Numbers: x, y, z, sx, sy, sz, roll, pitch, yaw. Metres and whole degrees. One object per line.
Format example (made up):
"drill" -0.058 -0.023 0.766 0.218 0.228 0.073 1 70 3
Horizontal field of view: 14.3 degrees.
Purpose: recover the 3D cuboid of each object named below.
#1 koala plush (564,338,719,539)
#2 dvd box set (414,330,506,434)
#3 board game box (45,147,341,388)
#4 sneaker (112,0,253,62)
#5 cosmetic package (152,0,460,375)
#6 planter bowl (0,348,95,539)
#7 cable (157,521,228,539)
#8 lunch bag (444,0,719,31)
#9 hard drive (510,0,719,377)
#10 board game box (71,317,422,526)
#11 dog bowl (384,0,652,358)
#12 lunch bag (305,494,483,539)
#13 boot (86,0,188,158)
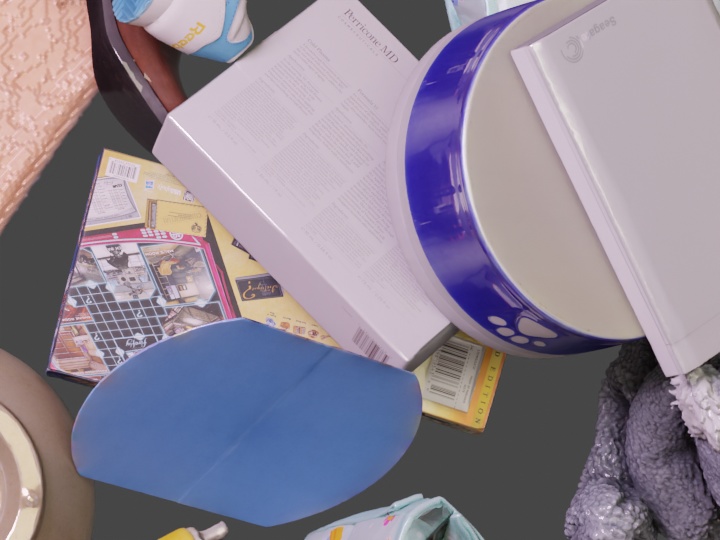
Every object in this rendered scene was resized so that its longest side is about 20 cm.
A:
"koala plush" 0.230 0.093 1.676 0.176 0.200 0.185 9 81 -9
"dvd box set" 0.000 0.000 1.729 0.199 0.029 0.147 18 80 -8
"board game box" -0.073 0.020 1.680 0.199 0.035 0.136 15 80 -8
"sneaker" -0.082 -0.215 1.676 0.081 0.076 0.201 28 64 -27
"cosmetic package" 0.002 -0.050 1.662 0.200 0.052 0.151 46 62 9
"planter bowl" -0.242 0.127 1.612 0.199 0.135 0.202 2 82 -12
"cable" -0.165 0.200 1.626 0.199 0.097 0.050 -14 59 -33
"lunch bag" 0.134 -0.193 1.737 0.169 0.122 0.201 -11 79 -13
"hard drive" 0.176 -0.060 1.593 0.132 0.026 0.201 -32 100 -32
"board game box" -0.064 0.073 1.618 0.199 0.158 0.039 18 42 -33
"dog bowl" 0.117 -0.053 1.616 0.199 0.079 0.201 5 80 -32
"lunch bag" 0.022 0.233 1.625 0.121 0.170 0.201 -1 81 -21
"boot" -0.081 -0.180 1.734 0.199 0.068 0.189 -28 81 -21
